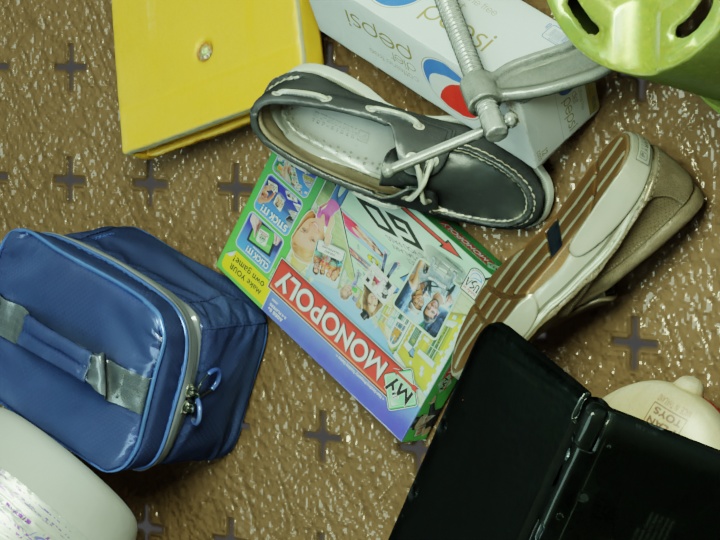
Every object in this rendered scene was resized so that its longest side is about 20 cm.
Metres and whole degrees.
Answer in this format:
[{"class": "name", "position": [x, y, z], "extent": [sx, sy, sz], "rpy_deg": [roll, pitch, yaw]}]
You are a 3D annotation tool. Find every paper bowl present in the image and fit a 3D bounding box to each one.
[{"class": "paper bowl", "position": [-0.236, 0.172, 1.697], "extent": [0.201, 0.201, 0.104], "rpy_deg": [30, 74, 34]}]

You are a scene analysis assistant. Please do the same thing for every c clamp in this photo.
[{"class": "c clamp", "position": [0.078, -0.159, 1.472], "extent": [0.171, 0.027, 0.200], "rpy_deg": [-15, 54, 5]}]

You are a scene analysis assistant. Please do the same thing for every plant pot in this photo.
[{"class": "plant pot", "position": [0.203, -0.170, 1.347], "extent": [0.200, 0.184, 0.200], "rpy_deg": [3, 94, 39]}]

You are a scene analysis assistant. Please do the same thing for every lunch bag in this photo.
[{"class": "lunch bag", "position": [-0.171, 0.057, 1.699], "extent": [0.200, 0.132, 0.136], "rpy_deg": [27, 109, 36]}]

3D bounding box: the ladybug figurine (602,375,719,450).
[{"class": "ladybug figurine", "position": [0.172, 0.155, 1.461], "extent": [0.136, 0.072, 0.200], "rpy_deg": [32, 112, 33]}]

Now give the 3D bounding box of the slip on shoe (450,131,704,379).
[{"class": "slip on shoe", "position": [0.130, 0.004, 1.494], "extent": [0.200, 0.061, 0.076], "rpy_deg": [-53, 18, 24]}]

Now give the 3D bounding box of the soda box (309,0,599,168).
[{"class": "soda box", "position": [0.055, -0.148, 1.531], "extent": [0.064, 0.068, 0.200], "rpy_deg": [-43, 56, -17]}]

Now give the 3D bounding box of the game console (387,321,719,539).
[{"class": "game console", "position": [0.119, 0.159, 1.430], "extent": [0.176, 0.116, 0.200], "rpy_deg": [21, 105, -6]}]

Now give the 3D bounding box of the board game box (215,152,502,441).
[{"class": "board game box", "position": [0.000, 0.000, 1.623], "extent": [0.200, 0.029, 0.135], "rpy_deg": [42, 116, 30]}]

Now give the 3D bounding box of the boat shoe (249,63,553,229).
[{"class": "boat shoe", "position": [0.024, -0.072, 1.546], "extent": [0.200, 0.060, 0.074], "rpy_deg": [27, 121, 14]}]

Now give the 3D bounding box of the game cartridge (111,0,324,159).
[{"class": "game cartridge", "position": [-0.101, -0.193, 1.679], "extent": [0.176, 0.032, 0.200], "rpy_deg": [-16, 72, 39]}]
